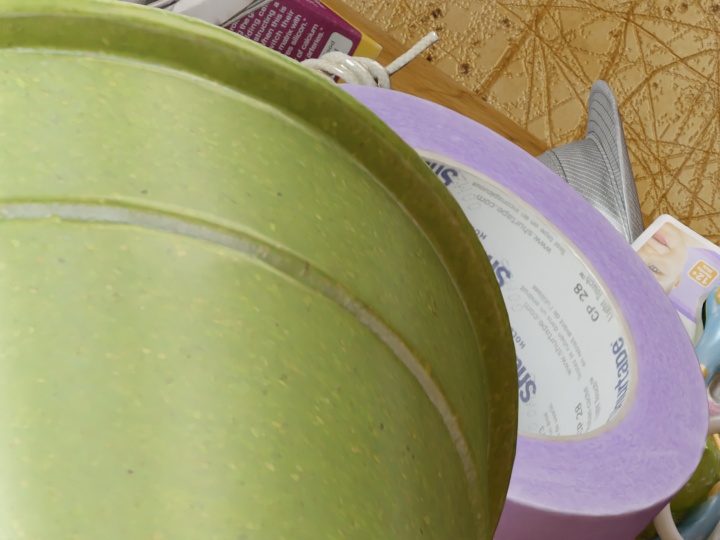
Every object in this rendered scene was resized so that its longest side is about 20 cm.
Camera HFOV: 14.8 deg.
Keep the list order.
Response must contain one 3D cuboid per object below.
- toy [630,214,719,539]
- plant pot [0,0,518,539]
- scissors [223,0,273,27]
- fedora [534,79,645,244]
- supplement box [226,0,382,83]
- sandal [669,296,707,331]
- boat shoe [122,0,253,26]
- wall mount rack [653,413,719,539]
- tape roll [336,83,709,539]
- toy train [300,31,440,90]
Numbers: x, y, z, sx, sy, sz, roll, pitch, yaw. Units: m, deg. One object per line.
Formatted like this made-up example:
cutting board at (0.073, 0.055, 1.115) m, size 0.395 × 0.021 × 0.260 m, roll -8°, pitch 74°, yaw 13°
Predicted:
toy at (0.113, 0.060, 1.104) m, size 0.115 × 0.200 × 0.047 m, roll 36°, pitch -32°, yaw 17°
plant pot at (-0.053, 0.087, 0.455) m, size 0.200 × 0.200 × 0.190 m, roll 30°, pitch 23°, yaw -26°
scissors at (-0.086, -0.105, 1.320) m, size 0.014 × 0.200 × 0.073 m, roll 62°, pitch -7°, yaw -4°
fedora at (0.090, 0.015, 1.334) m, size 0.090 × 0.200 × 0.177 m, roll -11°, pitch 4°, yaw -2°
supplement box at (-0.111, -0.117, 1.420) m, size 0.200 × 0.131 × 0.103 m, roll 27°, pitch 10°, yaw -40°
sandal at (0.177, 0.066, 1.176) m, size 0.200 × 0.080 × 0.087 m, roll 16°, pitch 31°, yaw -1°
boat shoe at (-0.132, -0.113, 1.185) m, size 0.200 × 0.071 × 0.072 m, roll -24°, pitch 7°, yaw -37°
wall mount rack at (0.193, 0.146, 1.054) m, size 0.200 × 0.174 × 0.075 m, roll 31°, pitch -10°, yaw -14°
tape roll at (0.020, 0.033, 0.989) m, size 0.200 × 0.085 × 0.200 m, roll 25°, pitch 36°, yaw -20°
toy train at (-0.080, -0.056, 1.049) m, size 0.116 × 0.200 × 0.085 m, roll 7°, pitch 60°, yaw -51°
